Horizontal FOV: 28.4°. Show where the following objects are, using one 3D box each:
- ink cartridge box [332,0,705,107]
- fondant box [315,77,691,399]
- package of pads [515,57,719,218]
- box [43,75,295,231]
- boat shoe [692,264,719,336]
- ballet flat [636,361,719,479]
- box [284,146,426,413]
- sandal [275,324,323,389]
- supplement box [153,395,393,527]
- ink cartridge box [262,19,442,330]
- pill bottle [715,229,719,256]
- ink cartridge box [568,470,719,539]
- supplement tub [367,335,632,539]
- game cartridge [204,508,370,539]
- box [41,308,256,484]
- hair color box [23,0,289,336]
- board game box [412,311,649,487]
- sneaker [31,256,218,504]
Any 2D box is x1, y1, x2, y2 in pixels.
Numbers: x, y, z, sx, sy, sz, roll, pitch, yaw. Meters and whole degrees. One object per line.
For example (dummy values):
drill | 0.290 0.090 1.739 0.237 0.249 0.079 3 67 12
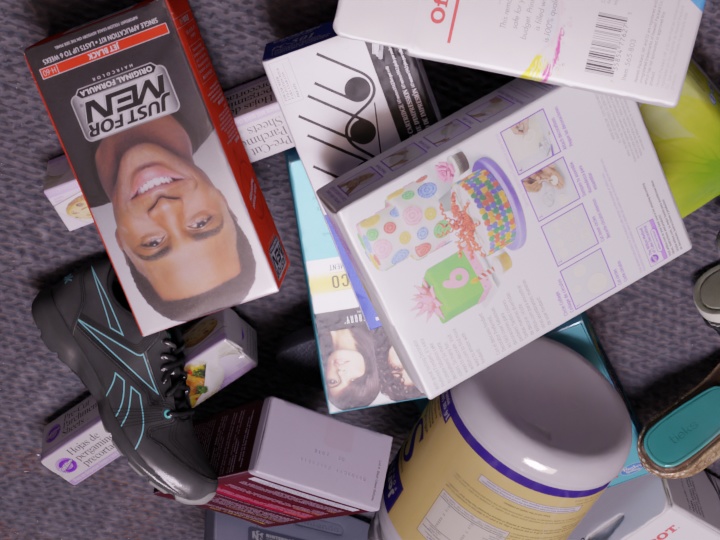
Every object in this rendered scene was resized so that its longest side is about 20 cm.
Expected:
ink cartridge box | 0.090 -0.170 0.802 0.199 0.068 0.116 11 105 -6
fondant box | 0.092 -0.032 0.900 0.200 0.058 0.145 -30 114 -7
package of pads | 0.157 -0.080 0.998 0.200 0.068 0.154 -36 127 22
box | -0.121 -0.084 0.978 0.199 0.039 0.042 -19 130 10
boat shoe | 0.361 0.011 1.097 0.199 0.075 0.066 -22 132 13
ballet flat | 0.313 0.105 1.175 0.200 0.071 0.065 -31 157 -1
box | 0.000 0.000 1.022 0.082 0.049 0.201 -10 114 -2
sandal | 0.030 0.041 1.110 0.199 0.043 0.076 -18 139 -1
supplement box | -0.072 0.154 1.113 0.109 0.061 0.200 22 157 -24
ink cartridge box | 0.015 -0.067 0.934 0.094 0.044 0.201 -18 113 8
pill bottle | 0.339 -0.072 0.996 0.112 0.112 0.200 16 127 -19
ink cartridge box | 0.281 0.256 1.292 0.200 0.084 0.144 32 121 -30
supplement tub | 0.099 0.159 1.084 0.145 0.146 0.200 15 127 -19
game cartridge | -0.041 0.264 1.226 0.199 0.133 0.042 18 126 -20
box | -0.167 0.100 1.122 0.200 0.042 0.039 -33 125 21
hair color box | -0.129 -0.070 0.926 0.101 0.061 0.201 -19 105 9
board game box | 0.141 0.117 1.179 0.151 0.047 0.200 -22 129 12
sneaker | -0.159 0.080 1.043 0.079 0.075 0.200 -37 85 5
